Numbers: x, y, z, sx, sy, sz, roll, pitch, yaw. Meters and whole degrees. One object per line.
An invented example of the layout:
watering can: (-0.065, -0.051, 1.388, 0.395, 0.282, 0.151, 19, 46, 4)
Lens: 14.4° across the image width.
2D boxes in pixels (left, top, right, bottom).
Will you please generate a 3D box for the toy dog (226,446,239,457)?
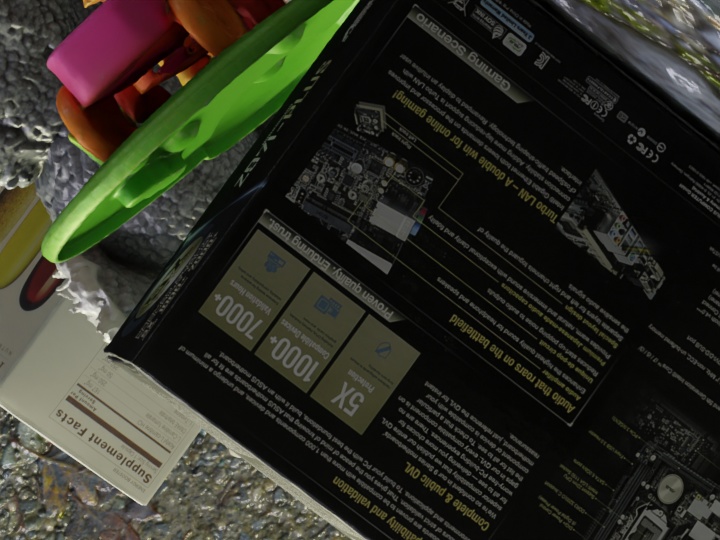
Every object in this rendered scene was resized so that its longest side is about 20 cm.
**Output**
toy dog: (0.027, 0.020, 1.319, 0.199, 0.132, 0.097, -4, 106, 34)

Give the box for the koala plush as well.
koala plush: (-0.117, -0.066, 1.194, 0.200, 0.178, 0.184, 40, 165, 5)

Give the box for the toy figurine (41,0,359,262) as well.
toy figurine: (-0.098, -0.125, 0.979, 0.184, 0.150, 0.200, 49, -161, 2)

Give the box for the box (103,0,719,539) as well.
box: (0.049, 0.021, 0.897, 0.200, 0.164, 0.086, 37, 174, -9)

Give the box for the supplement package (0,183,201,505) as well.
supplement package: (-0.104, -0.011, 1.364, 0.109, 0.200, 0.114, 40, 173, -37)
